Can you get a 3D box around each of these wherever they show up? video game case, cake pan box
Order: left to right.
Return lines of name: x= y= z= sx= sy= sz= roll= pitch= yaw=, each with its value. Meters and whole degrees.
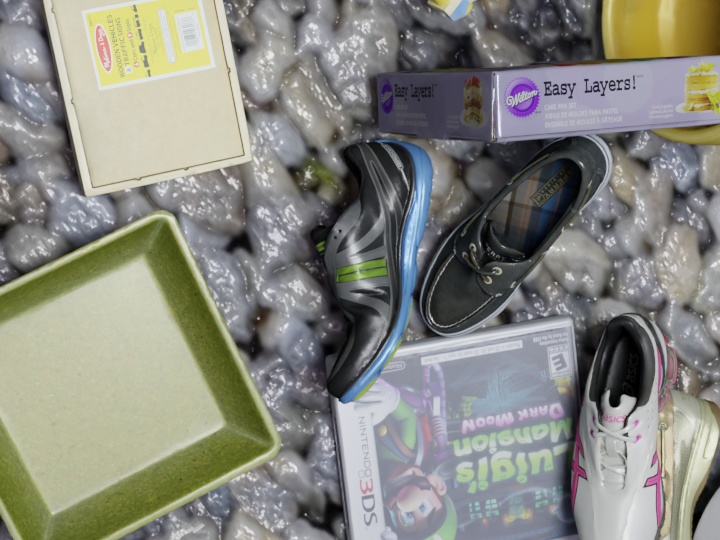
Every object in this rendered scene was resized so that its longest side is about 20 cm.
video game case: x=0.080 y=0.139 z=1.129 sx=0.200 sy=0.023 sz=0.182 roll=-9 pitch=99 yaw=-15
cake pan box: x=0.129 y=-0.122 z=1.020 sx=0.184 sy=0.200 sz=0.052 roll=-5 pitch=98 yaw=-21

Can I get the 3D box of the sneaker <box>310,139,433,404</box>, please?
sneaker: x=0.000 y=0.000 z=1.065 sx=0.083 sy=0.071 sz=0.200 roll=10 pitch=81 yaw=-4

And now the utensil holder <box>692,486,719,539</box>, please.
utensil holder: x=0.379 y=0.246 z=1.111 sx=0.170 sy=0.200 sz=0.170 roll=-10 pitch=107 yaw=-35

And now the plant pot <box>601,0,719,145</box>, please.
plant pot: x=0.315 y=-0.190 z=1.078 sx=0.189 sy=0.201 sz=0.201 roll=0 pitch=97 yaw=-31

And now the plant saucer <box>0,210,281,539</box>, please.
plant saucer: x=-0.186 y=0.084 z=1.035 sx=0.200 sy=0.048 sz=0.200 roll=-27 pitch=103 yaw=-11

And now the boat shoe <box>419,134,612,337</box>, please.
boat shoe: x=0.104 y=-0.023 z=1.055 sx=0.069 sy=0.057 sz=0.200 roll=43 pitch=117 yaw=7

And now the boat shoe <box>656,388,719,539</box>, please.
boat shoe: x=0.229 y=0.193 z=1.154 sx=0.063 sy=0.073 sz=0.201 roll=18 pitch=89 yaw=-9

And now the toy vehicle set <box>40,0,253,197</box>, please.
toy vehicle set: x=-0.156 y=-0.162 z=1.026 sx=0.124 sy=0.027 sz=0.200 roll=-12 pitch=99 yaw=-14

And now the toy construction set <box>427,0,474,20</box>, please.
toy construction set: x=0.124 y=-0.266 z=1.035 sx=0.200 sy=0.131 sz=0.092 roll=-25 pitch=140 yaw=7

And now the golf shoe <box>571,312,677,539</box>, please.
golf shoe: x=0.192 y=0.130 z=1.099 sx=0.073 sy=0.092 sz=0.200 roll=0 pitch=73 yaw=26
